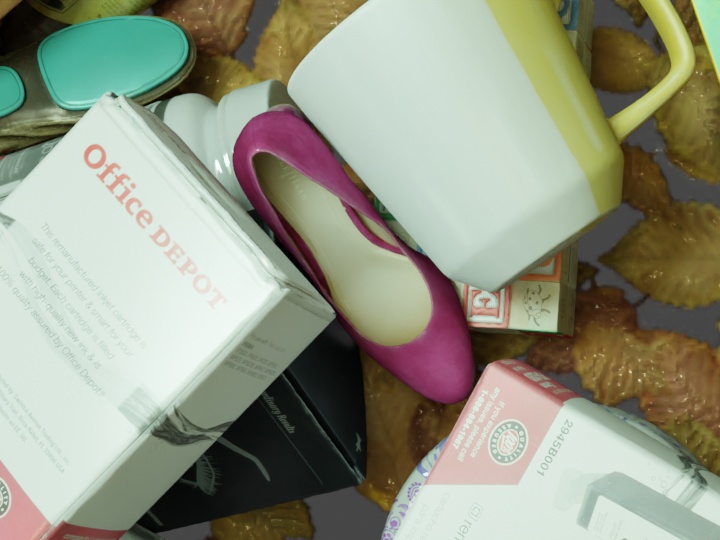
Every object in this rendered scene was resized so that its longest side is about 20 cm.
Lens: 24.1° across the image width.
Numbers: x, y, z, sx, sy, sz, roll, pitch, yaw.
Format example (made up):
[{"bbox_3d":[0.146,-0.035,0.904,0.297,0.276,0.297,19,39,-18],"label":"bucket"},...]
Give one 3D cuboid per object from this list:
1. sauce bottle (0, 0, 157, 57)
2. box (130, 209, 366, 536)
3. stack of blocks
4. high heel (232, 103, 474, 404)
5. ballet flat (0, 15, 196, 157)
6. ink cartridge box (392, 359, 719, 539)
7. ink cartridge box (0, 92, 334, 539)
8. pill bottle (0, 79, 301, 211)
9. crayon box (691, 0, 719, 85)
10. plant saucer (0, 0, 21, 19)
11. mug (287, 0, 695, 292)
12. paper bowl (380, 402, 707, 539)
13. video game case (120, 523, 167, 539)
[{"bbox_3d":[-0.178,-0.172,1.073,0.199,0.065,0.065,-38,76,9],"label":"sauce bottle"},{"bbox_3d":[-0.112,0.067,0.974,0.198,0.148,0.105,-14,50,13],"label":"box"},{"bbox_3d":[0.072,-0.065,0.991,0.114,0.059,0.202,4,86,17],"label":"stack of blocks"},{"bbox_3d":[0.000,0.000,0.905,0.067,0.096,0.201,-27,103,12],"label":"high heel"},{"bbox_3d":[-0.197,-0.103,1.047,0.198,0.072,0.068,-21,71,-8],"label":"ballet flat"},{"bbox_3d":[0.121,0.155,0.836,0.199,0.085,0.147,30,94,14],"label":"ink cartridge box"},{"bbox_3d":[-0.134,0.035,0.843,0.200,0.085,0.146,-46,69,6],"label":"ink cartridge box"},{"bbox_3d":[-0.127,-0.040,1.020,0.198,0.114,0.115,-17,80,14],"label":"pill bottle"},{"bbox_3d":[0.209,-0.160,0.927,0.058,0.119,0.202,-19,80,14],"label":"crayon box"},{"bbox_3d":[-0.229,-0.183,1.039,0.199,0.200,0.038,-36,110,11],"label":"plant saucer"},{"bbox_3d":[0.076,-0.084,0.888,0.186,0.149,0.154,-36,84,24],"label":"mug"},{"bbox_3d":[0.115,0.173,0.932,0.198,0.104,0.203,-2,84,16],"label":"paper bowl"},{"bbox_3d":[-0.204,0.217,0.992,0.200,0.182,0.022,-45,40,10],"label":"video game case"}]
